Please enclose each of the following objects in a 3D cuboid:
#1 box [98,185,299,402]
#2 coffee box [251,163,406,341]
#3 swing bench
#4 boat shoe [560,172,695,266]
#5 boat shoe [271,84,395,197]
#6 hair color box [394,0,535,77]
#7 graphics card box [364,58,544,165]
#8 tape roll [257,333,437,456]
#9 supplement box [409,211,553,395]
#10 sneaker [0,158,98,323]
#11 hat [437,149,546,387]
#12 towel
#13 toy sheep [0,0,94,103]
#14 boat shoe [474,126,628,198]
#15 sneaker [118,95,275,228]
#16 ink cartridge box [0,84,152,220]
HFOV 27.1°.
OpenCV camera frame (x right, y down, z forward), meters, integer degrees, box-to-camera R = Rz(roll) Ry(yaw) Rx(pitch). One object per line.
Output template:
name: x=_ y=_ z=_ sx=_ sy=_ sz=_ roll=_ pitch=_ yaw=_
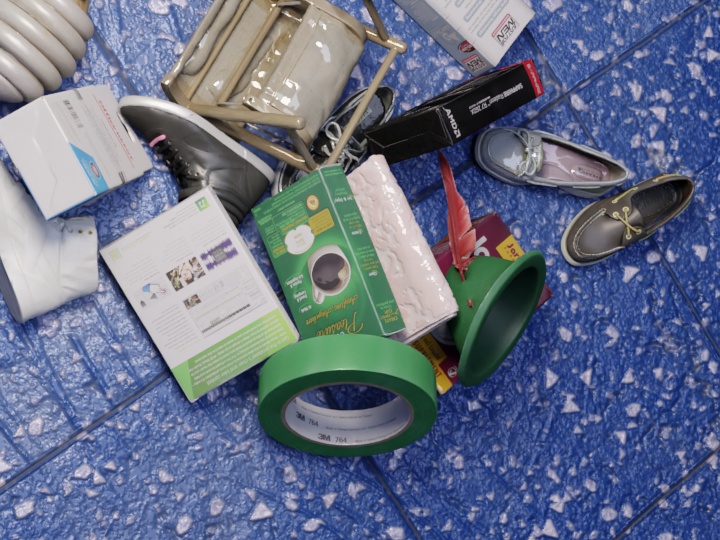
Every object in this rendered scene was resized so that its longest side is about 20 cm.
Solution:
box: x=-0.178 y=0.026 z=1.662 sx=0.144 sy=0.036 sz=0.200 roll=-29 pitch=95 yaw=6
coffee box: x=-0.037 y=-0.003 z=1.662 sx=0.044 sy=0.123 sz=0.200 roll=-14 pitch=79 yaw=-50
swing bench: x=-0.087 y=-0.237 z=1.708 sx=0.200 sy=0.130 sz=0.199 roll=21 pitch=71 yaw=26
boat shoe: x=0.345 y=-0.071 z=1.922 sx=0.201 sy=0.061 sz=0.072 roll=-32 pitch=96 yaw=-24
boat shoe: x=-0.027 y=-0.145 z=1.767 sx=0.199 sy=0.068 sz=0.074 roll=-44 pitch=101 yaw=-22
hair color box: x=0.111 y=-0.348 z=1.859 sx=0.200 sy=0.061 sz=0.099 roll=41 pitch=70 yaw=-12
graphics card box: x=0.114 y=-0.187 z=1.771 sx=0.200 sy=0.125 sz=0.051 roll=-30 pitch=102 yaw=-44
tape roll: x=-0.014 y=0.142 z=1.662 sx=0.200 sy=0.200 sz=0.048 roll=15 pitch=52 yaw=-21
supplement box: x=0.109 y=0.044 z=1.782 sx=0.200 sy=0.103 sz=0.131 roll=-40 pitch=98 yaw=-23
sneaker: x=-0.351 y=-0.056 z=1.618 sx=0.115 sy=0.074 sz=0.200 roll=-21 pitch=101 yaw=-26
hat: x=0.100 y=0.010 z=1.703 sx=0.176 sy=0.166 sz=0.200 roll=29 pitch=53 yaw=23
towel: x=0.000 y=0.000 z=1.682 sx=0.032 sy=0.191 sz=0.200 roll=-13 pitch=73 yaw=-53
toy sheep: x=-0.364 y=-0.250 z=1.607 sx=0.138 sy=0.138 sz=0.200 roll=39 pitch=85 yaw=-14
boat shoe: x=0.240 y=-0.139 z=1.884 sx=0.202 sy=0.065 sz=0.075 roll=16 pitch=77 yaw=-21
sneaker: x=-0.198 y=-0.116 z=1.687 sx=0.200 sy=0.071 sz=0.099 roll=32 pitch=67 yaw=-21
ink cartridge box: x=-0.305 y=-0.131 z=1.611 sx=0.067 sy=0.200 sz=0.116 roll=-28 pitch=95 yaw=13
